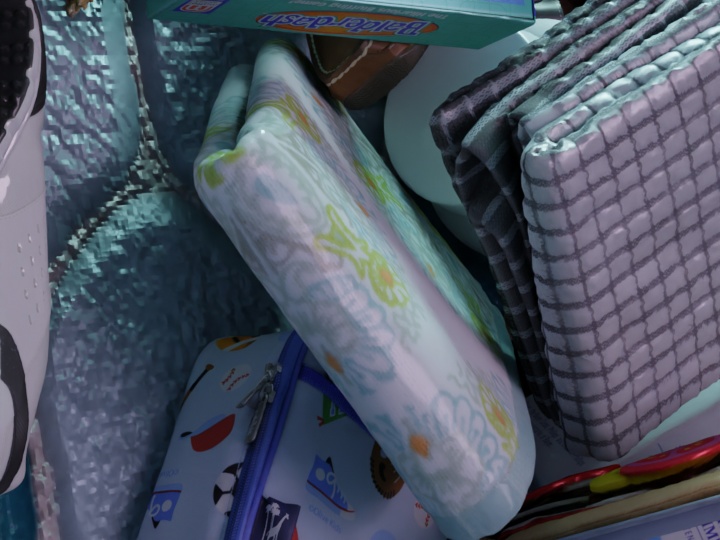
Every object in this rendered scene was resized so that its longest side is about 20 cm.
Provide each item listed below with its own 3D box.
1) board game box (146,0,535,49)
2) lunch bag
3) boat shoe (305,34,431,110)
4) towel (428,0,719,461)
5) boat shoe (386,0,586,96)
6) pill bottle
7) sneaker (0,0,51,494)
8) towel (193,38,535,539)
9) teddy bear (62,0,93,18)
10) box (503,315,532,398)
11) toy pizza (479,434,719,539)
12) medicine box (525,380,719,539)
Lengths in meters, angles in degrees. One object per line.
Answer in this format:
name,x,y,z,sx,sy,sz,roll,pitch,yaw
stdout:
board game box,-0.012,-0.192,0.755,0.151,0.045,0.201,2,79,-32
lunch bag,-0.006,0.118,0.813,0.200,0.075,0.161,46,48,-37
boat shoe,-0.010,-0.155,0.849,0.074,0.076,0.201,30,39,-29
towel,0.131,-0.039,0.802,0.200,0.085,0.166,-35,129,-21
boat shoe,0.064,-0.121,0.951,0.199,0.067,0.072,-5,86,-49
pill bottle,0.097,-0.052,0.909,0.200,0.112,0.113,17,70,-54
sneaker,-0.143,-0.012,0.686,0.080,0.073,0.201,65,26,-65
towel,0.000,0.000,0.772,0.171,0.048,0.200,51,11,-14
teddy bear,-0.114,-0.192,0.703,0.145,0.066,0.201,66,15,-57
box,0.149,0.048,1.057,0.200,0.021,0.164,-47,118,-43
toy pizza,0.131,0.085,0.781,0.200,0.200,0.032,-5,76,-51
medicine box,0.192,0.115,0.954,0.199,0.103,0.183,-29,111,-5
